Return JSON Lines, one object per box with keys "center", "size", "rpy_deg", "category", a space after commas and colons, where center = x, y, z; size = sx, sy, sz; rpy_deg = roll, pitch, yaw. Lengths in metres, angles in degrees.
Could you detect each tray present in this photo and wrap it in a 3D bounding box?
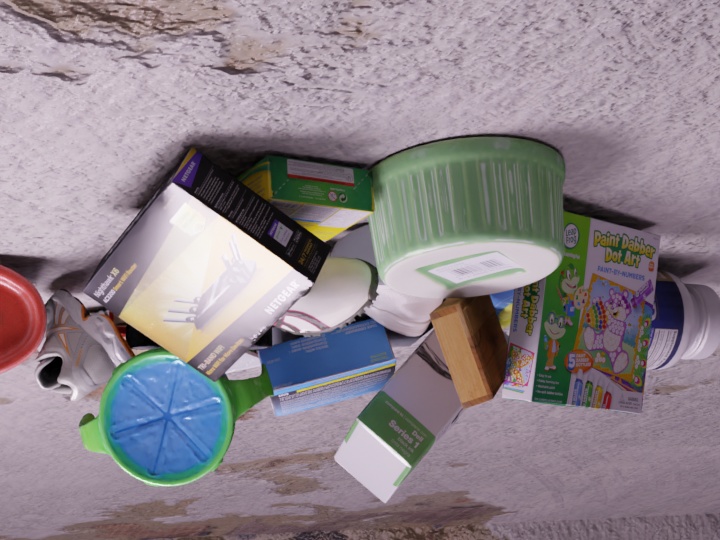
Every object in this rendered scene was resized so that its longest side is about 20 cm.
{"center": [0.118, 0.073, 1.669], "size": [0.037, 0.099, 0.200], "rpy_deg": [-20, -178, 13], "category": "tray"}

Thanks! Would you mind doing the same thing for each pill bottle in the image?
{"center": [0.321, 0.057, 1.905], "size": [0.199, 0.120, 0.120], "rpy_deg": [3, 161, -27], "category": "pill bottle"}

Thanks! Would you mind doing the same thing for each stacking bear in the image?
{"center": [-0.411, 0.064, 1.733], "size": [0.113, 0.122, 0.200], "rpy_deg": [0, 171, -25], "category": "stacking bear"}

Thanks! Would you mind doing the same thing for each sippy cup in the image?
{"center": [-0.185, 0.137, 1.640], "size": [0.177, 0.140, 0.130], "rpy_deg": [19, -173, 2], "category": "sippy cup"}

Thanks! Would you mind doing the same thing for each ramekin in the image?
{"center": [0.101, -0.044, 1.546], "size": [0.199, 0.098, 0.200], "rpy_deg": [-5, 162, -2], "category": "ramekin"}

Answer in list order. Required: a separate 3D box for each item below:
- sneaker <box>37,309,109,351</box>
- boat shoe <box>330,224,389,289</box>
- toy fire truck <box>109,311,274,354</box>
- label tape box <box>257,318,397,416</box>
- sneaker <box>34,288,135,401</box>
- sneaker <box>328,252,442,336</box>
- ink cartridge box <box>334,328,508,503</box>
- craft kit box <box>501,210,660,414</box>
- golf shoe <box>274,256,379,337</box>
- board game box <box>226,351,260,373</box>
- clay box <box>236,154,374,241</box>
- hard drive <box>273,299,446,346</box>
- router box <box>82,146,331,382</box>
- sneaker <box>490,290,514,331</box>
{"center": [-0.274, 0.070, 1.870], "size": [0.199, 0.077, 0.081], "rpy_deg": [1, 140, -11], "category": "sneaker"}
{"center": [0.069, -0.016, 1.688], "size": [0.199, 0.071, 0.070], "rpy_deg": [-12, 160, -1], "category": "boat shoe"}
{"center": [-0.197, 0.062, 1.783], "size": [0.175, 0.129, 0.200], "rpy_deg": [1, 172, -21], "category": "toy fire truck"}
{"center": [-0.037, 0.103, 1.799], "size": [0.143, 0.064, 0.200], "rpy_deg": [-15, 168, -5], "category": "label tape box"}
{"center": [-0.312, 0.081, 1.700], "size": [0.092, 0.076, 0.200], "rpy_deg": [-38, -156, -19], "category": "sneaker"}
{"center": [0.000, 0.000, 1.734], "size": [0.199, 0.075, 0.089], "rpy_deg": [17, 123, -24], "category": "sneaker"}
{"center": [0.072, 0.145, 1.821], "size": [0.200, 0.084, 0.146], "rpy_deg": [-47, 172, -25], "category": "ink cartridge box"}
{"center": [0.235, 0.046, 1.703], "size": [0.048, 0.199, 0.199], "rpy_deg": [0, 173, 44], "category": "craft kit box"}
{"center": [-0.082, 0.019, 1.576], "size": [0.199, 0.078, 0.088], "rpy_deg": [-7, 154, 11], "category": "golf shoe"}
{"center": [-0.245, 0.106, 2.045], "size": [0.199, 0.026, 0.200], "rpy_deg": [-13, 162, 22], "category": "board game box"}
{"center": [-0.087, -0.050, 1.556], "size": [0.114, 0.048, 0.200], "rpy_deg": [6, 161, -32], "category": "clay box"}
{"center": [-0.015, 0.058, 1.879], "size": [0.199, 0.033, 0.140], "rpy_deg": [0, 162, -19], "category": "hard drive"}
{"center": [-0.144, -0.001, 1.494], "size": [0.157, 0.052, 0.200], "rpy_deg": [35, 135, -10], "category": "router box"}
{"center": [0.153, 0.011, 1.819], "size": [0.105, 0.076, 0.200], "rpy_deg": [28, 143, -34], "category": "sneaker"}
